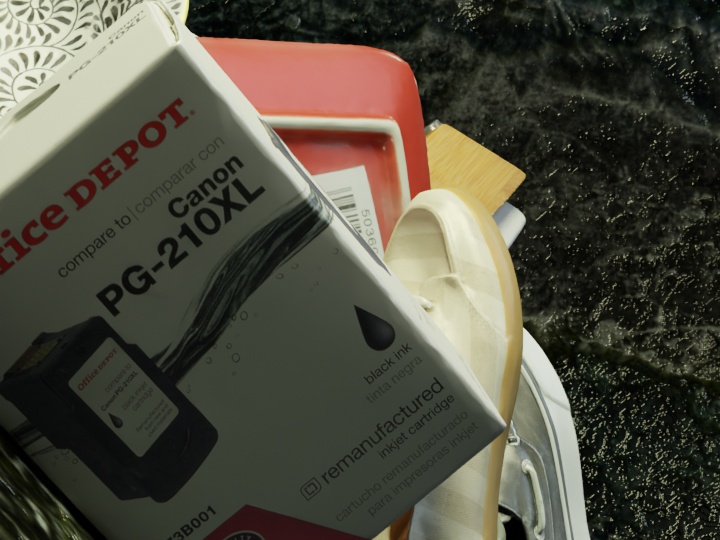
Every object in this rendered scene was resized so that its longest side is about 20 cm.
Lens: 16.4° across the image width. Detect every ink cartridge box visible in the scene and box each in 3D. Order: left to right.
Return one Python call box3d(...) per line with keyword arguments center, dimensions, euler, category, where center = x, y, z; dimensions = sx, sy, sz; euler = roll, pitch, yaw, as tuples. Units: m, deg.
box3d(center=(-0.065, 0.022, 0.946), dimensions=(0.200, 0.145, 0.084), euler=(50, 3, -19), category="ink cartridge box")

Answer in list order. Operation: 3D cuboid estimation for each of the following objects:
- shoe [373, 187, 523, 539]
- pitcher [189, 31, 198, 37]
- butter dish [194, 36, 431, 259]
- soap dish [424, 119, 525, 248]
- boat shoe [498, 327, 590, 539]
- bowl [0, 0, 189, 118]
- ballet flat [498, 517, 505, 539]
box3d(center=(0.027, 0.056, 1.045), dimensions=(0.053, 0.070, 0.201), euler=(18, 65, -41), category="shoe")
box3d(center=(-0.063, -0.069, 1.469), dimensions=(0.171, 0.122, 0.200), euler=(25, -5, 30), category="pitcher")
box3d(center=(-0.068, 0.007, 1.118), dimensions=(0.199, 0.147, 0.201), euler=(-2, 83, -45), category="butter dish")
box3d(center=(0.000, 0.000, 1.350), dimensions=(0.081, 0.157, 0.200), euler=(53, 21, -3), category="soap dish")
box3d(center=(0.066, 0.115, 1.239), dimensions=(0.068, 0.072, 0.201), euler=(-1, 76, -48), category="boat shoe")
box3d(center=(-0.189, -0.130, 1.170), dimensions=(0.201, 0.201, 0.094), euler=(50, -36, 6), category="bowl")
box3d(center=(0.002, 0.070, 1.195), dimensions=(0.200, 0.067, 0.064), euler=(52, -30, 17), category="ballet flat")
